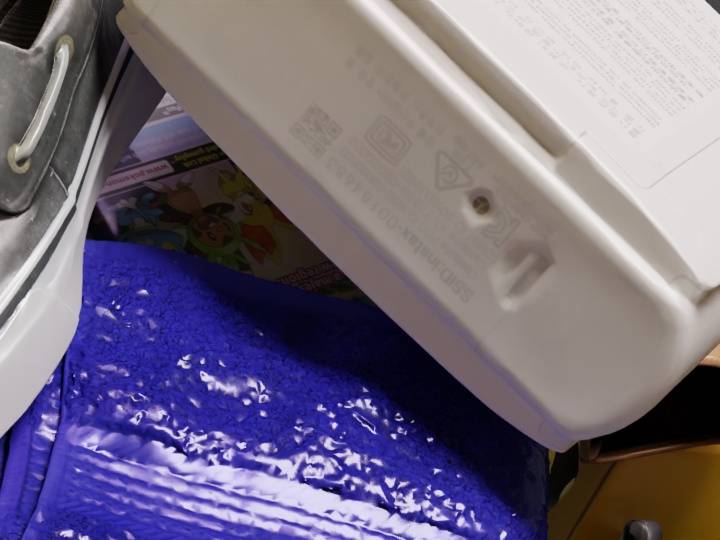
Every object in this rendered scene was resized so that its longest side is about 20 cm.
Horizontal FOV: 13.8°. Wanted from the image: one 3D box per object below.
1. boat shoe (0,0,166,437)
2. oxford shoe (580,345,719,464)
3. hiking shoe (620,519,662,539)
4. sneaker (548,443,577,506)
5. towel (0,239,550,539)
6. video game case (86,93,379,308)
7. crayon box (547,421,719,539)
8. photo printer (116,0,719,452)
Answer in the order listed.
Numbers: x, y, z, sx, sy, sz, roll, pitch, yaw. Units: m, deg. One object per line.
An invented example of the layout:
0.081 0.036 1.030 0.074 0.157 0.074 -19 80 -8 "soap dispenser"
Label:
-0.100 -0.029 0.697 0.071 0.072 0.201 61 33 -36 "boat shoe"
0.047 0.027 0.935 0.198 0.072 0.072 -3 50 5 "oxford shoe"
0.107 0.151 0.729 0.075 0.101 0.200 2 32 -50 "hiking shoe"
0.000 0.000 0.886 0.076 0.076 0.201 -17 68 -11 "sneaker"
-0.029 0.075 0.660 0.147 0.050 0.201 12 40 -4 "towel"
-0.010 -0.039 0.839 0.199 0.023 0.183 -19 62 -39 "video game case"
0.084 0.044 1.042 0.126 0.051 0.200 9 28 -45 "crayon box"
0.041 -0.046 0.770 0.166 0.070 0.200 44 22 6 "photo printer"
